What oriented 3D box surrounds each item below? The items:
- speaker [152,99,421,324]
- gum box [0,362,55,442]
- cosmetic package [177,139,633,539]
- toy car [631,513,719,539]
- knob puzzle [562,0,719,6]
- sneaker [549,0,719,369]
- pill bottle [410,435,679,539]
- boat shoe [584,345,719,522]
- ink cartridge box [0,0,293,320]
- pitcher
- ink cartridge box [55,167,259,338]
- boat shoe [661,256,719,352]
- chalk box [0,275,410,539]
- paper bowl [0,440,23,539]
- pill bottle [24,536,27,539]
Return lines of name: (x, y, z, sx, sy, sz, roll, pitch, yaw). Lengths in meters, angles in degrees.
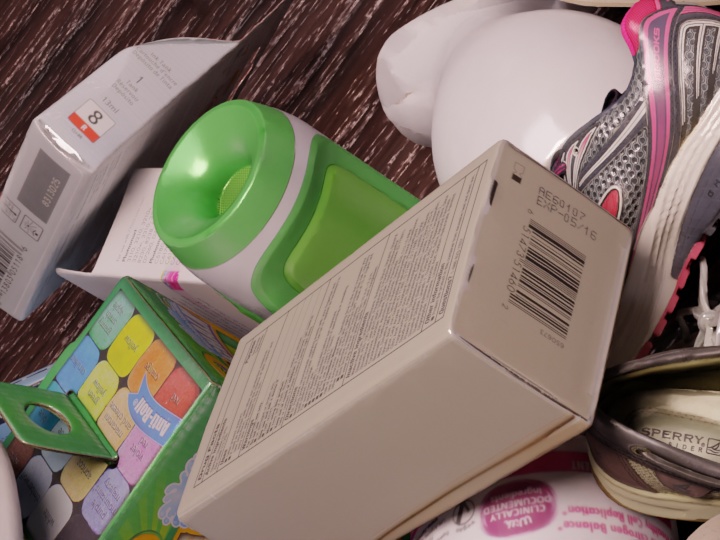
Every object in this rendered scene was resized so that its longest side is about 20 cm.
speaker: (0.000, 0.000, 1.011, 0.088, 0.200, 0.089, -28, 45, 33)
gum box: (-0.219, 0.100, 1.180, 0.169, 0.045, 0.200, -26, 3, -8)
cosmetic package: (0.015, 0.044, 0.888, 0.200, 0.073, 0.104, -37, 27, 47)
toy car: (0.154, 0.195, 0.703, 0.177, 0.183, 0.201, 40, 125, 53)
knob puzzle: (0.137, -0.173, 1.053, 0.218, 0.031, 0.220, -6, 40, 5)
sneaker: (0.106, -0.019, 0.918, 0.201, 0.074, 0.081, -63, -1, 13)
pill bottle: (0.081, 0.176, 0.867, 0.113, 0.113, 0.201, -31, 45, 31)
boat shoe: (0.179, 0.062, 0.821, 0.200, 0.066, 0.072, 0, 68, 19)
ink cartridge box: (-0.126, -0.080, 1.218, 0.200, 0.050, 0.162, -50, -2, -38)
pitcher: (0.107, -0.086, 1.037, 0.171, 0.121, 0.200, -36, 28, 3)
ink cartridge box: (-0.057, -0.001, 1.149, 0.199, 0.115, 0.068, 3, 67, 49)
boat shoe: (0.166, 0.032, 0.895, 0.201, 0.086, 0.075, -21, 50, 39)
chalk box: (-0.087, 0.095, 1.044, 0.124, 0.200, 0.125, -53, 37, 6)
paper bowl: (-0.212, 0.139, 0.978, 0.201, 0.104, 0.202, -179, 90, -69)
pill bottle: (-0.166, 0.200, 1.134, 0.200, 0.111, 0.112, 23, 83, 52)
